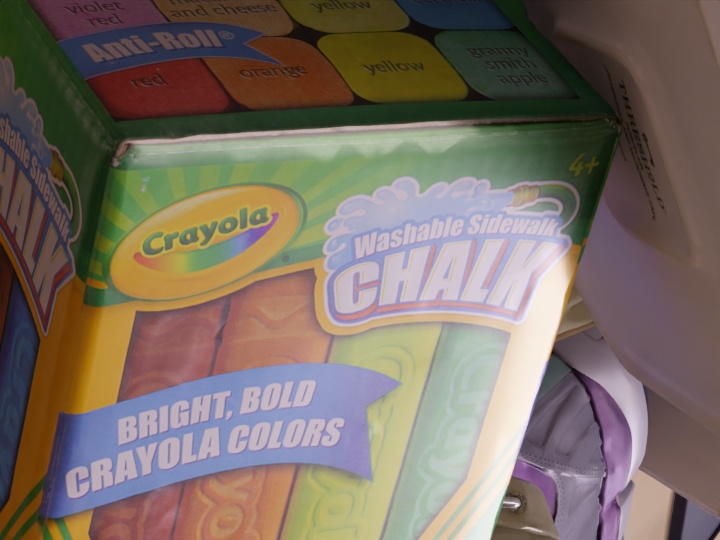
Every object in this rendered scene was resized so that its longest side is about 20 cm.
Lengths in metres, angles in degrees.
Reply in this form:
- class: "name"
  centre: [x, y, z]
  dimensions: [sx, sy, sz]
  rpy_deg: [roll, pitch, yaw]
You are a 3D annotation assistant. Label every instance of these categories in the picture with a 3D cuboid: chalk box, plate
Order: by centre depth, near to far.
- class: "plate"
  centre: [0.070, -0.033, 0.601]
  dimensions: [0.032, 0.200, 0.200]
  rpy_deg: [-25, 109, -11]
- class: "chalk box"
  centre: [-0.032, -0.017, 0.620]
  dimensions: [0.125, 0.124, 0.200]
  rpy_deg: [-6, 127, -28]

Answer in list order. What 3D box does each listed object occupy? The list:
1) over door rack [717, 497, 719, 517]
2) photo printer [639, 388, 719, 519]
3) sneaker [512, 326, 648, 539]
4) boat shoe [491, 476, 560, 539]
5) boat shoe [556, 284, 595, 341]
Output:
- class: "over door rack"
  centre: [0.121, 0.147, 1.021]
  dimensions: [0.200, 0.067, 0.148]
  rpy_deg: [6, 139, -45]
- class: "photo printer"
  centre: [0.158, -0.009, 1.077]
  dimensions: [0.069, 0.166, 0.200]
  rpy_deg: [18, 100, -49]
- class: "sneaker"
  centre: [0.040, 0.109, 0.844]
  dimensions: [0.088, 0.074, 0.200]
  rpy_deg: [-33, 128, -41]
- class: "boat shoe"
  centre: [-0.034, 0.081, 0.727]
  dimensions: [0.200, 0.062, 0.072]
  rpy_deg: [10, 140, -25]
- class: "boat shoe"
  centre: [0.000, 0.000, 0.766]
  dimensions: [0.066, 0.201, 0.072]
  rpy_deg: [58, 25, -19]
